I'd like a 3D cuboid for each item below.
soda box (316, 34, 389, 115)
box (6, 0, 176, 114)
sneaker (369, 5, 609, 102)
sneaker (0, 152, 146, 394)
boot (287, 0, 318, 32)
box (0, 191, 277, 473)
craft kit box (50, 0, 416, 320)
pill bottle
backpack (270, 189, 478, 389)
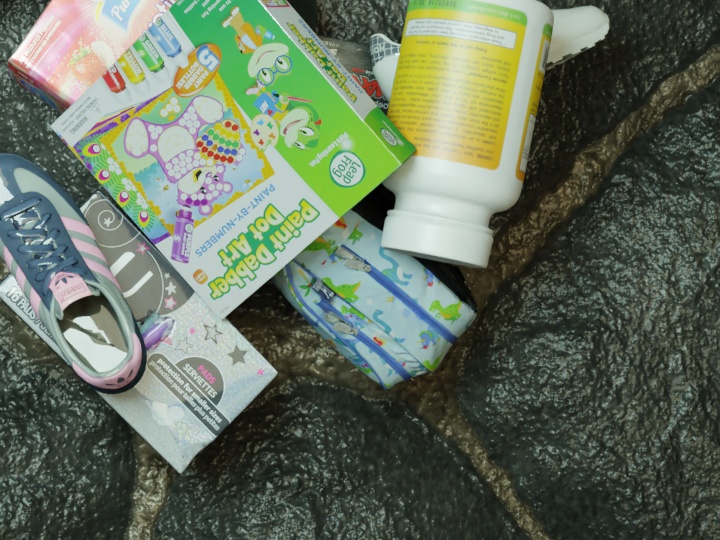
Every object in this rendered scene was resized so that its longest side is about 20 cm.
[{"bbox_3d":[0.008,-0.149,1.446,0.200,0.063,0.071,10,88,-12],"label":"soda box"},{"bbox_3d":[-0.186,-0.213,1.387,0.103,0.095,0.200,36,82,-9],"label":"box"},{"bbox_3d":[0.107,-0.184,1.403,0.200,0.076,0.081,-21,85,-14],"label":"sneaker"},{"bbox_3d":[-0.214,-0.002,1.253,0.070,0.082,0.200,-34,92,-8],"label":"sneaker"},{"bbox_3d":[-0.116,-0.151,1.380,0.069,0.174,0.200,16,61,-49],"label":"boot"},{"bbox_3d":[-0.177,0.045,1.368,0.200,0.132,0.115,45,82,-8],"label":"box"},{"bbox_3d":[-0.096,-0.097,1.280,0.200,0.049,0.198,-40,95,26],"label":"craft kit box"},{"bbox_3d":[0.074,-0.107,1.308,0.111,0.111,0.200,12,88,-12],"label":"pill bottle"},{"bbox_3d":[0.000,0.000,1.407,0.200,0.163,0.154,26,93,-18],"label":"backpack"}]
